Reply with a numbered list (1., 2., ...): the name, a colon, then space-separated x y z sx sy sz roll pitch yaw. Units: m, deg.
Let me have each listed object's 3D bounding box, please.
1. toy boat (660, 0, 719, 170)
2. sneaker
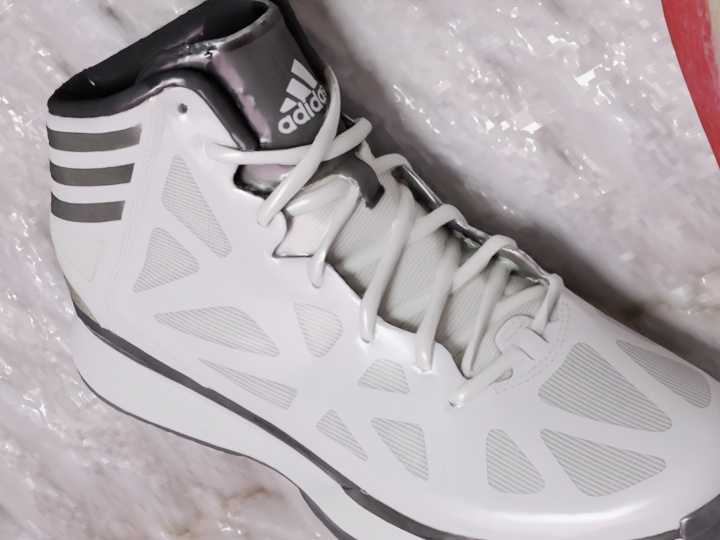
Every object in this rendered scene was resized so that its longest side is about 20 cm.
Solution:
1. toy boat: 0.116 -0.031 0.540 0.131 0.130 0.200 38 156 57
2. sneaker: 0.000 0.000 0.686 0.200 0.076 0.115 18 140 31
